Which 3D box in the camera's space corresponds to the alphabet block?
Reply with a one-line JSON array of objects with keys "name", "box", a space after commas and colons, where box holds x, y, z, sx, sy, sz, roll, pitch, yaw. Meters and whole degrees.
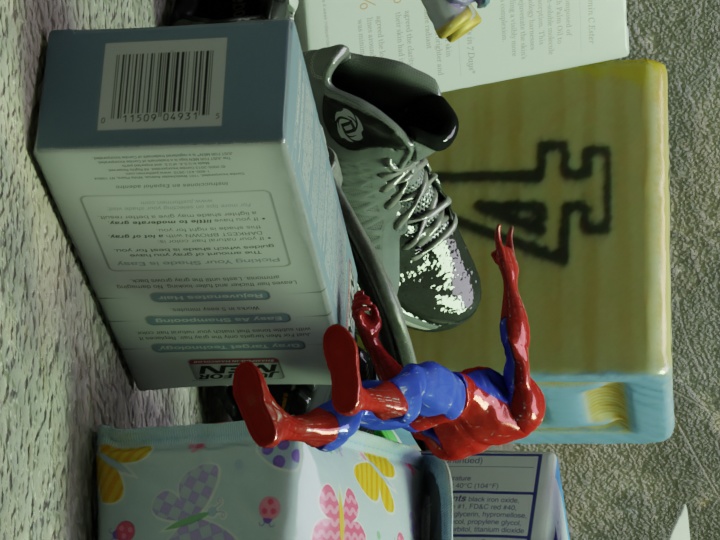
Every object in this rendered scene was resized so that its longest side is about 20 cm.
[{"name": "alphabet block", "box": [0.100, -0.007, 1.488, 0.195, 0.195, 0.201, 69, 21, -72]}]

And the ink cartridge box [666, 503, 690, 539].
[{"name": "ink cartridge box", "box": [0.131, 0.225, 1.186, 0.116, 0.067, 0.201, -28, 117, -76]}]

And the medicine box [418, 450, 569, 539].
[{"name": "medicine box", "box": [0.055, 0.225, 1.231, 0.200, 0.102, 0.183, -76, 160, -48]}]

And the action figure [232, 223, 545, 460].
[{"name": "action figure", "box": [0.019, 0.028, 0.973, 0.200, 0.065, 0.099, 17, 57, -59]}]

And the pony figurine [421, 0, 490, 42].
[{"name": "pony figurine", "box": [0.010, -0.217, 1.217, 0.200, 0.166, 0.193, 56, 7, -1]}]

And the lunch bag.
[{"name": "lunch bag", "box": [-0.023, 0.156, 1.024, 0.200, 0.127, 0.171, 28, 61, -62]}]

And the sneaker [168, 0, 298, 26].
[{"name": "sneaker", "box": [-0.062, -0.086, 1.146, 0.091, 0.066, 0.201, 47, 38, -75]}]

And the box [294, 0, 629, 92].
[{"name": "box", "box": [0.050, -0.197, 1.401, 0.106, 0.199, 0.153, -115, -163, -55]}]

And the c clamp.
[{"name": "c clamp", "box": [0.000, 0.000, 1.255, 0.171, 0.027, 0.200, 58, -10, 42]}]

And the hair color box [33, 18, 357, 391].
[{"name": "hair color box", "box": [-0.062, -0.021, 0.981, 0.200, 0.098, 0.061, 77, 14, -59]}]

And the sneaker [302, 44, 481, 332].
[{"name": "sneaker", "box": [0.025, -0.046, 1.308, 0.200, 0.115, 0.075, 48, 54, -23]}]

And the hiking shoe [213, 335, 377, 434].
[{"name": "hiking shoe", "box": [-0.034, 0.050, 1.236, 0.101, 0.075, 0.201, -46, 135, -69]}]

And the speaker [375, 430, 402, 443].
[{"name": "speaker", "box": [-0.003, 0.147, 1.468, 0.200, 0.088, 0.089, 70, 20, -68]}]
